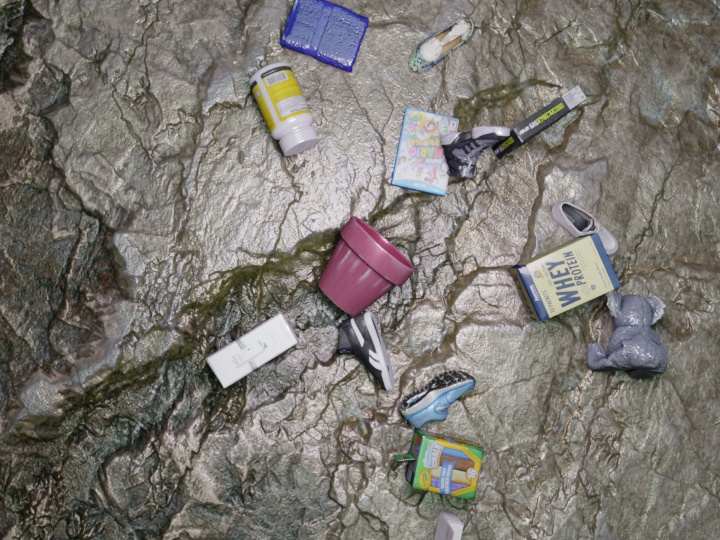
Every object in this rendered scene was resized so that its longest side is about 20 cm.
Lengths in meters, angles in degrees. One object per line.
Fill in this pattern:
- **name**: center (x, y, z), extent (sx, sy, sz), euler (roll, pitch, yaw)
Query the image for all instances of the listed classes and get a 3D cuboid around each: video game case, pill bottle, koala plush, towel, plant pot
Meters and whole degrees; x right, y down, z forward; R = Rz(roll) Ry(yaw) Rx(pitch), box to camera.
- **video game case**: center (0.165, -0.302, 1.766), extent (0.141, 0.018, 0.203), euler (11, 85, -4)
- **pill bottle**: center (-0.185, -0.392, 1.696), extent (0.113, 0.114, 0.202), euler (-24, 88, -6)
- **koala plush**: center (0.674, 0.149, 1.710), extent (0.175, 0.184, 0.203), euler (10, 73, -4)
- **towel**: center (-0.090, -0.604, 1.756), extent (0.198, 0.050, 0.149), euler (21, 92, -3)
- **plant pot**: center (0.000, 0.000, 1.656), extent (0.200, 0.200, 0.179), euler (41, 99, -1)

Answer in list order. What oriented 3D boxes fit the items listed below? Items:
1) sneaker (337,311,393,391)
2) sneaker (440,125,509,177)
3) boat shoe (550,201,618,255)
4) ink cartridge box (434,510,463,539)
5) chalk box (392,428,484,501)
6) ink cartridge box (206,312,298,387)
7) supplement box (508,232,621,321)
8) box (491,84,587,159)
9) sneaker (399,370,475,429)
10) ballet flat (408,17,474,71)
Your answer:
- **sneaker**: center (0.006, 0.208, 1.700), extent (0.110, 0.073, 0.203), euler (-16, 97, 14)
- **sneaker**: center (0.282, -0.285, 1.686), extent (0.075, 0.199, 0.116), euler (-9, 95, -41)
- **boat shoe**: center (0.577, -0.109, 1.761), extent (0.199, 0.066, 0.072), euler (41, 84, -1)
- **ink cartridge box**: center (0.201, 0.689, 1.619), extent (0.044, 0.176, 0.203), euler (12, 85, -4)
- **chalk box**: center (0.178, 0.457, 1.660), extent (0.197, 0.125, 0.126), euler (14, 85, -5)
- **ink cartridge box**: center (-0.249, 0.186, 1.634), extent (0.199, 0.147, 0.083), euler (-31, 89, -5)
- **supplement box**: center (0.482, 0.015, 1.665), extent (0.198, 0.200, 0.136), euler (-25, 88, 5)
- **box**: center (0.435, -0.361, 1.705), extent (0.199, 0.193, 0.048), euler (-34, 92, -5)
- **sneaker**: center (0.197, 0.320, 1.709), extent (0.198, 0.078, 0.091), euler (-28, 107, -3)
- **ballet flat**: center (0.208, -0.581, 1.765), extent (0.199, 0.074, 0.075), euler (-38, 90, -6)
